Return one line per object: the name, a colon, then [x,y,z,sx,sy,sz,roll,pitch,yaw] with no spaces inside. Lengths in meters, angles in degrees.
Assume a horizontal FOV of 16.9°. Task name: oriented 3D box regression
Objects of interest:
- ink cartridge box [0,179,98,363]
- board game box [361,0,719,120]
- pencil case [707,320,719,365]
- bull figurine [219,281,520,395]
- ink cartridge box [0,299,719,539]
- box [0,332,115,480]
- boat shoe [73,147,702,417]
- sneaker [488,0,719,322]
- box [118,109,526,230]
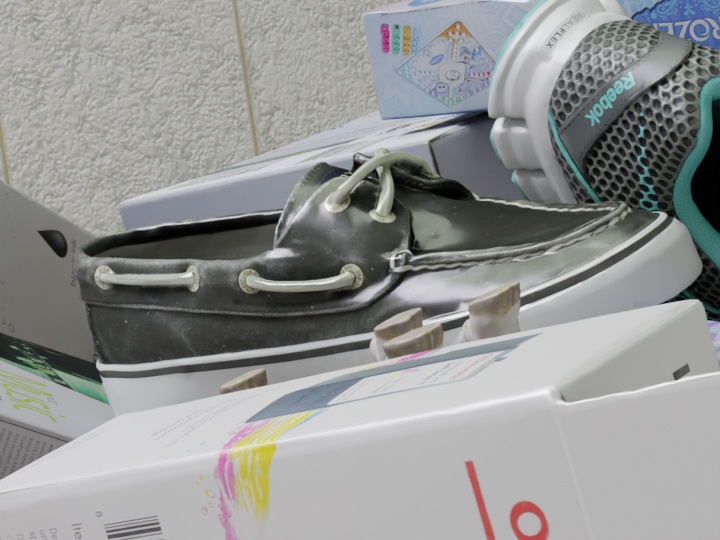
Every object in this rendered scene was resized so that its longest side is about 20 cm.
ink cartridge box: [-0.174,0.036,0.945,0.083,0.147,0.200,-10,-23,26]
board game box: [0.138,-0.099,0.862,0.199,0.044,0.200,-2,14,37]
pencil case: [0.071,0.061,0.714,0.083,0.091,0.200,-39,13,-21]
bull figurine: [0.034,0.069,0.610,0.065,0.122,0.200,-23,2,-29]
ink cartridge box: [0.023,0.077,0.500,0.200,0.117,0.067,-12,8,36]
box: [-0.105,0.051,0.783,0.200,0.036,0.144,21,5,-19]
boat shoe: [0.000,0.000,0.712,0.199,0.064,0.071,-11,12,28]
sneaker: [0.117,0.003,0.737,0.078,0.200,0.091,-50,33,-16]
box: [0.030,-0.043,0.938,0.156,0.041,0.200,-9,11,40]
